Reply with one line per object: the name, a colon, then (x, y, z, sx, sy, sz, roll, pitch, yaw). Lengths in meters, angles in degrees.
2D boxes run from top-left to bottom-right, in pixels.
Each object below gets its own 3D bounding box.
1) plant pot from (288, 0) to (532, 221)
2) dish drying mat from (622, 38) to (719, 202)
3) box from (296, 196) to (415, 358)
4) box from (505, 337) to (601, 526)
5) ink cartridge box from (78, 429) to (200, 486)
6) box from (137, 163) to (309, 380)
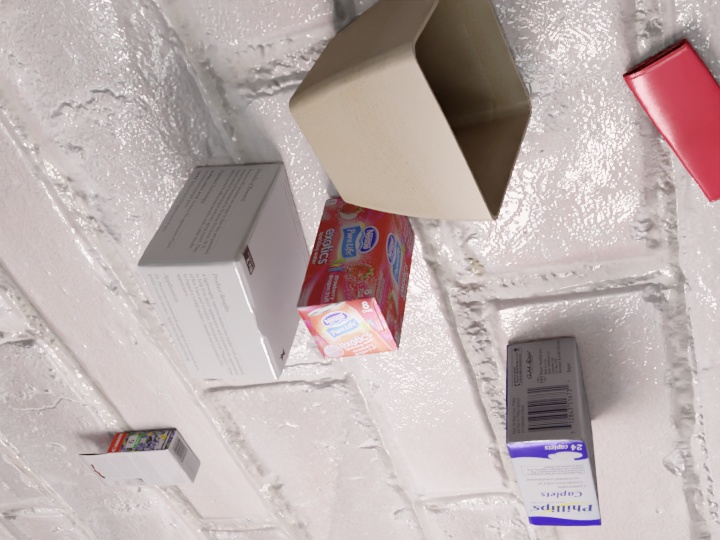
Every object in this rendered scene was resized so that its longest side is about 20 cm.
plant pot: (0.046, -0.175, 0.821, 0.176, 0.200, 0.201, -7, 130, 33)
dish drying mat: (0.372, -0.160, 0.867, 0.077, 0.018, 0.200, -29, 121, 33)
box: (0.000, 0.000, 0.970, 0.099, 0.201, 0.096, -8, 131, 19)
box: (0.274, 0.232, 1.127, 0.104, 0.185, 0.201, -8, 129, 18)
ink cartridge box: (-0.414, 0.355, 1.486, 0.199, 0.051, 0.109, -7, 130, 20)
box: (-0.159, 0.001, 1.008, 0.130, 0.201, 0.200, 0, 131, 15)
